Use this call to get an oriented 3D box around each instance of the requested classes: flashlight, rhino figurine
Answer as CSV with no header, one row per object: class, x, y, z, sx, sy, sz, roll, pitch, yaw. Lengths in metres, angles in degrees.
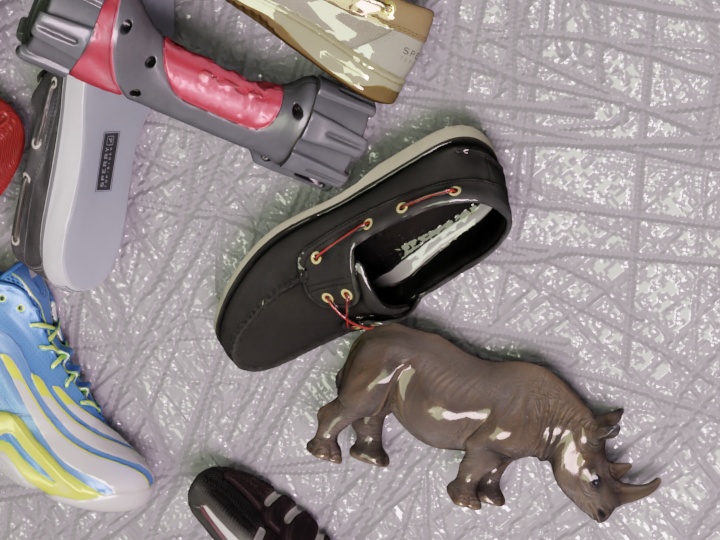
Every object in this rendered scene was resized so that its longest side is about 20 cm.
flashlight,-0.088,-0.111,1.343,0.199,0.068,0.068,21,81,-17
rhino figurine,0.075,0.091,1.384,0.199,0.060,0.088,17,97,8

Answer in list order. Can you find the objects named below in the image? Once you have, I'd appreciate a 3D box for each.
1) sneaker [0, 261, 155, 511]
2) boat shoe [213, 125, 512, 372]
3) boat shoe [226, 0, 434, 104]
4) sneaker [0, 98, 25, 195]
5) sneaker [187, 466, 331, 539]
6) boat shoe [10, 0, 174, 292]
sneaker,-0.198,0.059,1.446,0.199,0.076,0.106,29,108,8
boat shoe,-0.002,-0.001,1.372,0.201,0.063,0.074,-35,133,19
boat shoe,-0.047,-0.173,1.357,0.199,0.074,0.067,36,97,3
sneaker,-0.287,-0.031,1.448,0.200,0.115,0.078,-41,101,-9
sneaker,-0.047,0.217,1.443,0.200,0.076,0.116,42,113,2
boat shoe,-0.162,-0.090,1.409,0.066,0.070,0.201,18,103,36
